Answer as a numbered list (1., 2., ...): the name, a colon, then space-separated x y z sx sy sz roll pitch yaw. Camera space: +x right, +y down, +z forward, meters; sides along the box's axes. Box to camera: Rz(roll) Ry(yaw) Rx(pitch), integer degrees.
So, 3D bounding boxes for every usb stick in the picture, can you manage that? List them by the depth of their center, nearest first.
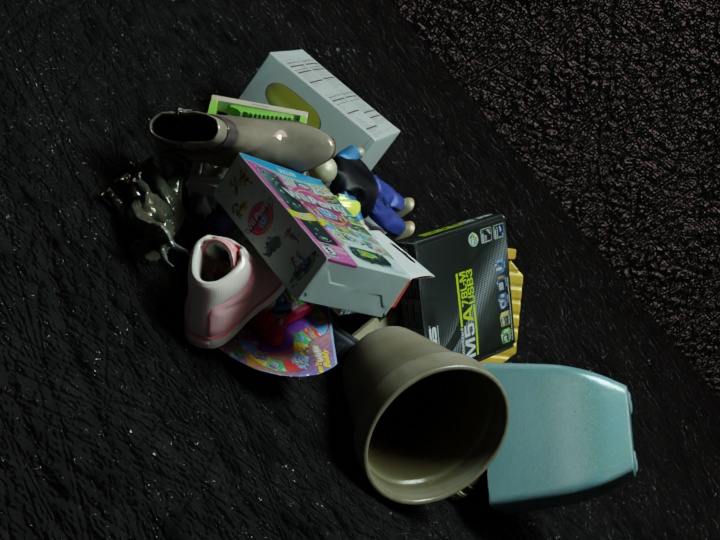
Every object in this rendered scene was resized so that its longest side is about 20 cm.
1. usb stick: 0.001 0.126 1.676 0.200 0.055 0.033 36 15 -37

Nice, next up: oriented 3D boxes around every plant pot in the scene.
1. plant pot: 0.061 0.161 1.595 0.200 0.200 0.174 38 8 -37
2. plant pot: 0.283 0.232 1.777 0.196 0.199 0.198 44 41 -70

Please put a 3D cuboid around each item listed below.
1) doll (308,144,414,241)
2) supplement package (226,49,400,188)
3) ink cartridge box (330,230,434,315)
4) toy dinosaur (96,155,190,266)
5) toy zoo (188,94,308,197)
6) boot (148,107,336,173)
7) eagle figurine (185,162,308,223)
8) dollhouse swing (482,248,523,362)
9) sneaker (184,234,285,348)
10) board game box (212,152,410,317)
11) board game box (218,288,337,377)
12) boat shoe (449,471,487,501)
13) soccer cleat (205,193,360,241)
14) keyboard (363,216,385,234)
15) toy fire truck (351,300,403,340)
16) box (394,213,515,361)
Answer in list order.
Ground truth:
1. doll: 0.002 -0.105 1.752 0.200 0.048 0.137 32 49 -44
2. supplement package: -0.077 -0.204 1.877 0.200 0.152 0.151 40 18 5
3. ink cartridge box: 0.000 0.000 1.607 0.109 0.051 0.200 40 22 23
4. toy dinosaur: -0.239 -0.069 1.461 0.103 0.077 0.200 60 11 -15
5. toy zoo: -0.141 -0.142 1.596 0.130 0.021 0.201 9 45 -4
6. boot: -0.143 -0.152 1.480 0.146 0.199 0.071 16 73 -73
7. eagle figurine: -0.155 -0.121 1.690 0.199 0.152 0.152 7 -4 -23
8. dollhouse swing: 0.160 0.062 1.864 0.176 0.180 0.201 -163 -101 -86
9. sneaker: -0.133 -0.009 1.428 0.075 0.105 0.200 18 40 18
10. board game box: -0.057 -0.039 1.447 0.147 0.064 0.200 15 26 -49
11. board game box: -0.100 0.043 1.502 0.157 0.039 0.201 14 35 -17
12. boat shoe: 0.126 0.221 1.775 0.075 0.075 0.203 31 28 -48
13. soccer cleat: -0.096 -0.054 1.600 0.065 0.199 0.084 171 -89 -78
14. keyboard: -0.004 -0.060 1.767 0.056 0.011 0.200 48 20 2
15. toy fire truck: -0.008 0.034 1.763 0.176 0.129 0.200 47 9 -16
16. box: 0.136 0.035 1.780 0.193 0.047 0.201 -17 106 -45
